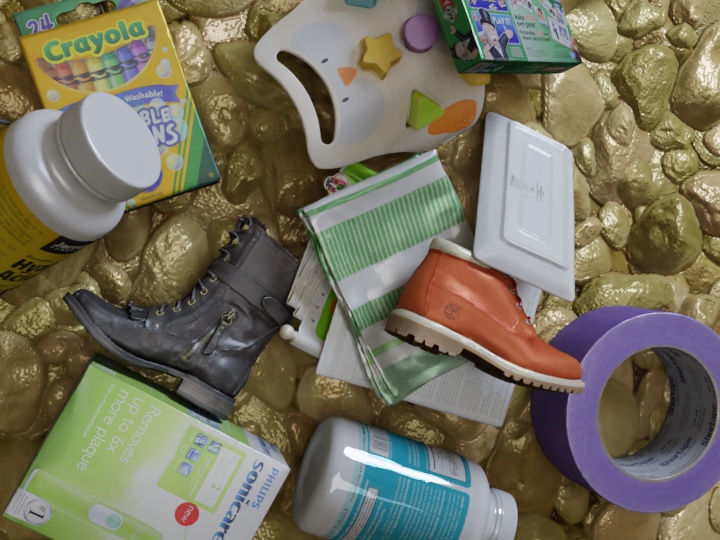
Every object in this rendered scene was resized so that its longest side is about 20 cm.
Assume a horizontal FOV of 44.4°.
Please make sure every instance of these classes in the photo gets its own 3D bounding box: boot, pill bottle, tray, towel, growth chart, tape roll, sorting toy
[{"bbox_3d":[0.131,0.045,0.804,0.200,0.075,0.107,25,80,-16],"label":"boot"},{"bbox_3d":[-0.147,0.022,0.813,0.200,0.069,0.174,35,79,-16],"label":"boot"},{"bbox_3d":[-0.261,-0.060,0.707,0.200,0.111,0.111,-26,99,24],"label":"pill bottle"},{"bbox_3d":[0.163,-0.071,0.838,0.107,0.022,0.200,22,49,-14],"label":"tray"},{"bbox_3d":[0.046,0.005,0.820,0.152,0.023,0.200,-26,99,-14],"label":"towel"},{"bbox_3d":[0.045,0.217,0.834,0.200,0.111,0.111,21,87,-13],"label":"pill bottle"},{"bbox_3d":[0.000,0.000,0.845,0.145,0.018,0.200,20,83,-32],"label":"growth chart"},{"bbox_3d":[0.283,0.138,0.902,0.200,0.085,0.200,-1,93,-13],"label":"tape roll"},{"bbox_3d":[0.004,-0.185,0.805,0.180,0.107,0.200,-32,99,-16],"label":"sorting toy"}]

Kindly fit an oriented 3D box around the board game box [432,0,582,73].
[{"bbox_3d":[0.130,-0.248,0.809,0.200,0.029,0.135,-15,84,-51],"label":"board game box"}]

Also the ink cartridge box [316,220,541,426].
[{"bbox_3d":[0.068,0.049,0.864,0.200,0.057,0.163,17,88,-11],"label":"ink cartridge box"}]

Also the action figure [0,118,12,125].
[{"bbox_3d":[-0.391,-0.148,0.724,0.200,0.102,0.119,17,77,-12],"label":"action figure"}]

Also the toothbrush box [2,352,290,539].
[{"bbox_3d":[-0.188,0.187,0.792,0.200,0.086,0.146,31,85,-14],"label":"toothbrush box"}]

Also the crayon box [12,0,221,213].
[{"bbox_3d":[-0.218,-0.155,0.789,0.126,0.052,0.200,-20,96,-12],"label":"crayon box"}]
